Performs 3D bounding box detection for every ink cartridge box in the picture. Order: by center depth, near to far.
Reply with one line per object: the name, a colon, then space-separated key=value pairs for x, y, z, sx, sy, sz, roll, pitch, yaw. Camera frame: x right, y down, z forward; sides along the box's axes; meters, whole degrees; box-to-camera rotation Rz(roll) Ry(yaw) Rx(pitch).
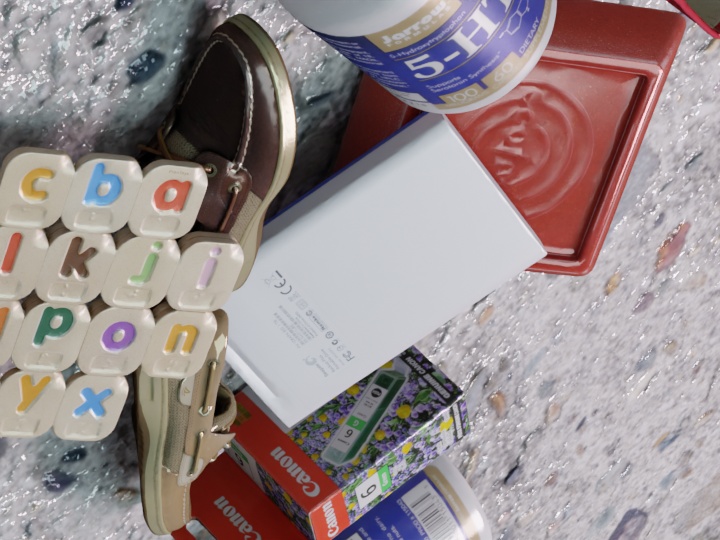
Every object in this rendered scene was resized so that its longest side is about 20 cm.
ink cartridge box: x=-0.037 y=0.119 z=1.592 sx=0.200 sy=0.109 sz=0.050 roll=-36 pitch=147 yaw=-17

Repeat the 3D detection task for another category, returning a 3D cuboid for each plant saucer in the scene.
plant saucer: x=0.091 y=-0.078 z=1.510 sx=0.200 sy=0.037 sz=0.200 roll=5 pitch=123 yaw=-21

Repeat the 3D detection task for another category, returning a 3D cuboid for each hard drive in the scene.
hard drive: x=0.000 y=0.000 z=1.498 sx=0.200 sy=0.025 sz=0.132 roll=-34 pitch=127 yaw=8

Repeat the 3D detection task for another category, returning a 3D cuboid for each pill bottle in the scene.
pill bottle: x=0.016 y=-0.173 z=1.312 sx=0.120 sy=0.120 sz=0.200 roll=-51 pitch=148 yaw=5
pill bottle: x=-0.017 y=0.211 z=1.709 sx=0.200 sy=0.120 sz=0.120 roll=-35 pitch=146 yaw=-19

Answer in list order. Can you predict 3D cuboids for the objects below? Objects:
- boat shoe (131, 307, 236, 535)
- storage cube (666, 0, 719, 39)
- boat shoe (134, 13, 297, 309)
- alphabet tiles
boat shoe: x=-0.108 y=0.097 z=1.496 sx=0.064 sy=0.071 sz=0.200 roll=-5 pitch=142 yaw=-7
storage cube: x=0.163 y=-0.268 z=1.341 sx=0.200 sy=0.180 sz=0.171 roll=-54 pitch=148 yaw=8
boat shoe: x=-0.092 y=-0.055 z=1.377 sx=0.072 sy=0.072 sz=0.200 roll=-23 pitch=147 yaw=-36
alphabet tiles: x=-0.168 y=0.015 z=1.352 sx=0.200 sy=0.015 sz=0.196 roll=4 pitch=124 yaw=-29
